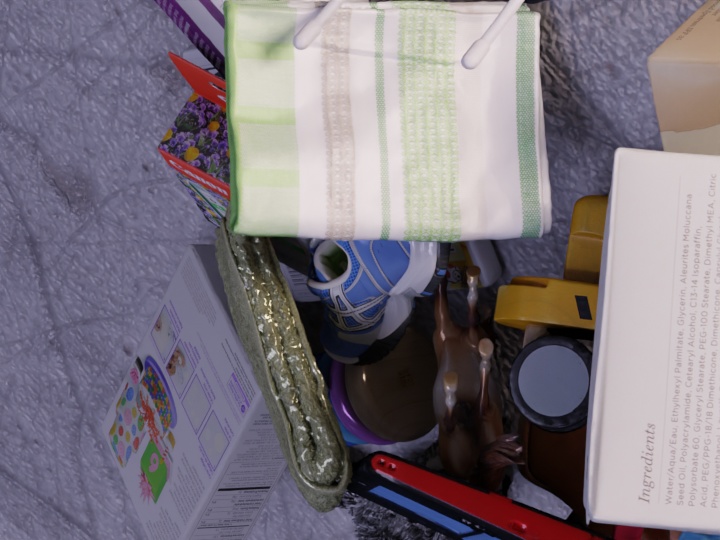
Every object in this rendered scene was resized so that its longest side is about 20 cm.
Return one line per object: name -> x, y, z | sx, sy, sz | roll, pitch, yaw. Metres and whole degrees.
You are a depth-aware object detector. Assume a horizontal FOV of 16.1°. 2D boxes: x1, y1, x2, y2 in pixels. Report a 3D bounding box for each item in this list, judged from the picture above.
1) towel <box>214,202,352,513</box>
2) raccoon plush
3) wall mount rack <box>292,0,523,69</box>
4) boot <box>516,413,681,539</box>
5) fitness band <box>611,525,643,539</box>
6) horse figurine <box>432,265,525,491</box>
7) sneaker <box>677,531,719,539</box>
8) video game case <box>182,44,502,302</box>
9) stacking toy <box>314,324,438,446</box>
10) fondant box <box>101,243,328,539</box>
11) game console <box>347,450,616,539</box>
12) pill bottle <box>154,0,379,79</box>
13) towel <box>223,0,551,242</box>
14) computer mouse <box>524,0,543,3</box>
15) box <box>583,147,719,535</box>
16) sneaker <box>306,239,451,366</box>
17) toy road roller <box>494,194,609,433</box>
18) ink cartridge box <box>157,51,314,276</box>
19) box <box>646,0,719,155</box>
towel -> -0.053, 0.058, 1.641 | 0.148, 0.036, 0.200 | 103, 147, -79
raccoon plush -> 0.025, 0.142, 1.784 | 0.200, 0.097, 0.134 | 20, 129, 26
wall mount rack -> 0.047, -0.200, 1.488 | 0.200, 0.075, 0.174 | 9, 85, 33
boot -> 0.192, 0.141, 1.676 | 0.155, 0.074, 0.200 | 9, 134, 33
fitness band -> 0.260, 0.183, 1.622 | 0.200, 0.037, 0.144 | 0, 104, 12
horse figurine -> 0.070, 0.072, 1.621 | 0.050, 0.200, 0.133 | -6, 133, 0
sneaker -> 0.224, 0.200, 1.586 | 0.075, 0.200, 0.087 | 49, -179, 35
video game case -> -0.013, -0.073, 1.713 | 0.182, 0.023, 0.200 | -5, 115, 40
stacking toy -> -0.031, 0.097, 1.810 | 0.200, 0.085, 0.085 | -21, 106, 48
fondant box -> -0.108, 0.100, 1.819 | 0.200, 0.058, 0.144 | -60, 43, 36
game console -> 0.076, 0.162, 1.618 | 0.177, 0.031, 0.200 | 21, 171, -2
pill bottle -> -0.066, -0.181, 1.598 | 0.200, 0.112, 0.112 | 49, 137, 8
towel -> 0.018, -0.092, 1.526 | 0.031, 0.200, 0.149 | 149, 119, -69
computer mouse -> 0.161, -0.189, 1.495 | 0.200, 0.034, 0.059 | -1, 136, 44
box -> 0.194, 0.045, 1.400 | 0.131, 0.199, 0.200 | 4, 86, 5
sneaker -> 0.000, 0.000, 1.641 | 0.077, 0.076, 0.200 | 9, 151, -11
toy road roller -> 0.182, 0.034, 1.566 | 0.200, 0.123, 0.146 | 8, 86, 7
ink cartridge box -> -0.069, -0.061, 1.638 | 0.109, 0.050, 0.200 | 29, 169, 19
box -> 0.273, -0.100, 1.422 | 0.200, 0.095, 0.078 | 4, 122, 34
